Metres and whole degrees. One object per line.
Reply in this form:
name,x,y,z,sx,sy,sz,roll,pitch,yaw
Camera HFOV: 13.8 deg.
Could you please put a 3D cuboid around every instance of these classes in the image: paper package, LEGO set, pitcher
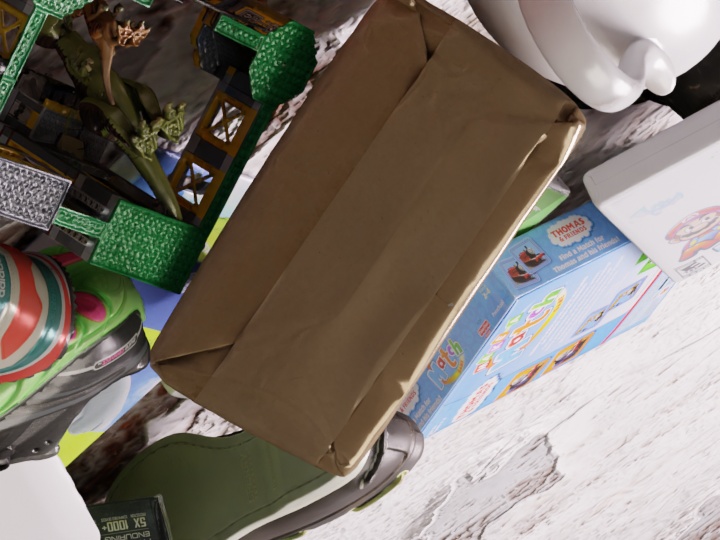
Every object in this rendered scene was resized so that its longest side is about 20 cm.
paper package,0.003,-0.019,1.286,0.191,0.103,0.200,-56,-178,4
LEGO set,-0.127,-0.082,1.192,0.200,0.116,0.154,8,108,-49
pitcher,0.098,-0.126,1.275,0.121,0.172,0.200,-28,157,19

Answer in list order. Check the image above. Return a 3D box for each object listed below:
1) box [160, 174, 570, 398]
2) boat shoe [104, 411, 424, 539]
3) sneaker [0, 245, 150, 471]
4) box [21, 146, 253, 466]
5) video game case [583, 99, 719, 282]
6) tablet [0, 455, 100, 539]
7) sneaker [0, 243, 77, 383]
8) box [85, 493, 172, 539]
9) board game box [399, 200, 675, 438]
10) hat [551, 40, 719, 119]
box,0.000,0.000,1.542,0.200,0.036,0.144,-41,155,16
boat shoe,-0.054,0.115,1.571,0.201,0.072,0.060,-22,155,40
sneaker,-0.176,0.070,1.304,0.200,0.077,0.084,-30,140,6
box,-0.134,0.028,1.414,0.200,0.048,0.122,-42,154,17
video game case,0.226,-0.065,1.533,0.200,0.024,0.182,-28,160,11
tablet,-0.210,0.091,1.371,0.130,0.014,0.200,-23,134,-1
sneaker,-0.222,0.028,1.230,0.199,0.071,0.093,-16,163,15
box,-0.194,0.202,1.533,0.199,0.086,0.164,-7,148,-12
board game box,0.116,0.011,1.656,0.200,0.037,0.151,-27,160,-38
hat,0.188,-0.126,1.491,0.200,0.081,0.201,-27,153,-15
